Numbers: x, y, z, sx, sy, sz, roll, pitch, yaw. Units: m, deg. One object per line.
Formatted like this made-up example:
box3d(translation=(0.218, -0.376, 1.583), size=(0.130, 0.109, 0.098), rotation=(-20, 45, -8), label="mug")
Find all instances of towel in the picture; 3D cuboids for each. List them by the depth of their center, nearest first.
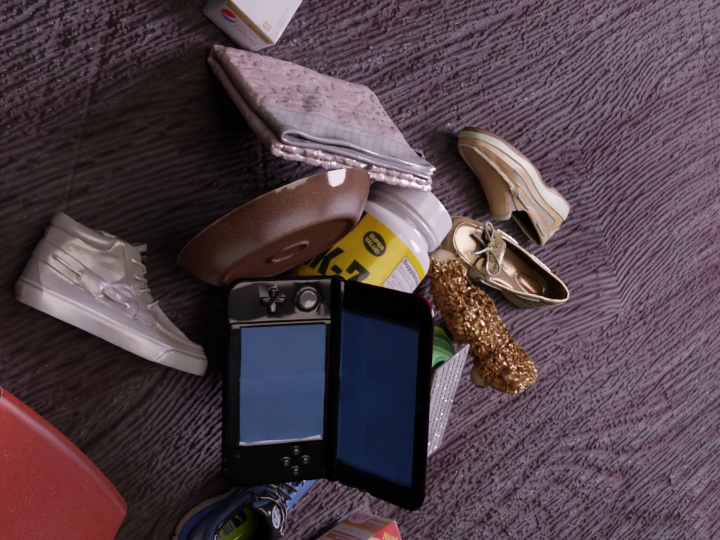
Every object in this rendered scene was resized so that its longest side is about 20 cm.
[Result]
box3d(translation=(-0.038, -0.156, 1.025), size=(0.197, 0.192, 0.033), rotation=(10, 121, -36), label="towel")

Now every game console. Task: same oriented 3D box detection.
box3d(translation=(-0.035, 0.115, 0.937), size=(0.169, 0.119, 0.204), rotation=(-2, 102, -19), label="game console")

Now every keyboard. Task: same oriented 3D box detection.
box3d(translation=(0.085, 0.156, 1.134), size=(0.056, 0.011, 0.202), rotation=(-41, 154, -34), label="keyboard")

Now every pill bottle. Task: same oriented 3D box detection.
box3d(translation=(0.000, 0.000, 1.063), size=(0.114, 0.114, 0.201), rotation=(46, 76, -27), label="pill bottle")

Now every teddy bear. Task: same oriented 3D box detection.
box3d(translation=(0.120, 0.058, 1.165), size=(0.066, 0.145, 0.202), rotation=(-35, 109, -8), label="teddy bear")

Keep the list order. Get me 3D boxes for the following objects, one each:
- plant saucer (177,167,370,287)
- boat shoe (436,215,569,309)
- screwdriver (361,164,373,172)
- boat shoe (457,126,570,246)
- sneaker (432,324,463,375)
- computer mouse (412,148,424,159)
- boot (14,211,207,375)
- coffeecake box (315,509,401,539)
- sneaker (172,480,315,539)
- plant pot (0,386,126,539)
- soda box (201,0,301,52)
box3d(translation=(-0.073, -0.031, 0.953), size=(0.198, 0.200, 0.037), rotation=(-19, 78, -34), label="plant saucer")
box3d(translation=(0.173, -0.011, 1.242), size=(0.198, 0.062, 0.075), rotation=(25, 76, -33), label="boat shoe")
box3d(translation=(-0.063, -0.062, 0.999), size=(0.028, 0.198, 0.029), rotation=(49, 29, -22), label="screwdriver")
box3d(translation=(0.181, -0.096, 1.248), size=(0.199, 0.071, 0.077), rotation=(35, 82, -31), label="boat shoe")
box3d(translation=(0.038, 0.124, 1.122), size=(0.198, 0.084, 0.075), rotation=(-26, 148, -33), label="sneaker")
box3d(translation=(0.036, -0.049, 1.159), size=(0.058, 0.034, 0.203), rotation=(28, 74, -32), label="computer mouse")
box3d(translation=(-0.213, 0.022, 0.950), size=(0.198, 0.073, 0.097), rotation=(29, 80, -32), label="boot")
box3d(translation=(-0.032, 0.373, 1.066), size=(0.198, 0.073, 0.156), rotation=(-28, 105, -34), label="coffeecake box")
box3d(translation=(-0.092, 0.234, 1.028), size=(0.200, 0.089, 0.079), rotation=(-43, 115, -24), label="sneaker")
box3d(translation=(-0.311, 0.205, 0.819), size=(0.176, 0.198, 0.203), rotation=(41, 67, -41), label="plant pot")
box3d(translation=(-0.079, -0.326, 1.054), size=(0.068, 0.063, 0.202), rotation=(39, 69, -29), label="soda box")
